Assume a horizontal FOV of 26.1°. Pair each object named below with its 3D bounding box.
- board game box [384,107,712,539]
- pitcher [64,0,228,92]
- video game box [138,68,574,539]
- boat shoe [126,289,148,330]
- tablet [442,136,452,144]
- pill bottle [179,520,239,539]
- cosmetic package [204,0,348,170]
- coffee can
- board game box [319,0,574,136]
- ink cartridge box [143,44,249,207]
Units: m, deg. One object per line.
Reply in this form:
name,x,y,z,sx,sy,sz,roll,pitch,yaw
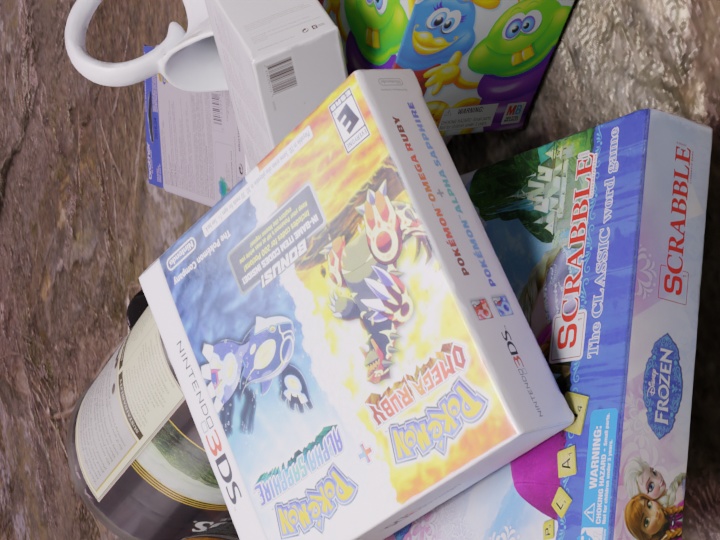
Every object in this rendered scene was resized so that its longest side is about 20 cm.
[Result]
board game box,0.082,0.042,0.747,0.199,0.041,0.201,-18,61,60
pitcher,-0.093,-0.204,0.963,0.121,0.170,0.201,95,176,-71
video game box,-0.013,0.035,0.744,0.200,0.047,0.183,-39,70,40
boat shoe,-0.160,0.048,1.305,0.201,0.063,0.074,18,115,62
tablet,-0.012,-0.109,0.970,0.130,0.014,0.200,-52,45,24
pill bottle,-0.075,0.214,0.955,0.200,0.116,0.117,18,-120,-78
cosmetic package,-0.031,-0.066,0.834,0.083,0.050,0.201,56,165,41
coffee can,-0.093,0.081,1.007,0.200,0.146,0.147,-48,56,51
board game box,0.050,-0.176,0.790,0.105,0.102,0.201,60,146,35
ink cartridge box,-0.114,-0.112,1.193,0.200,0.042,0.120,18,113,57
